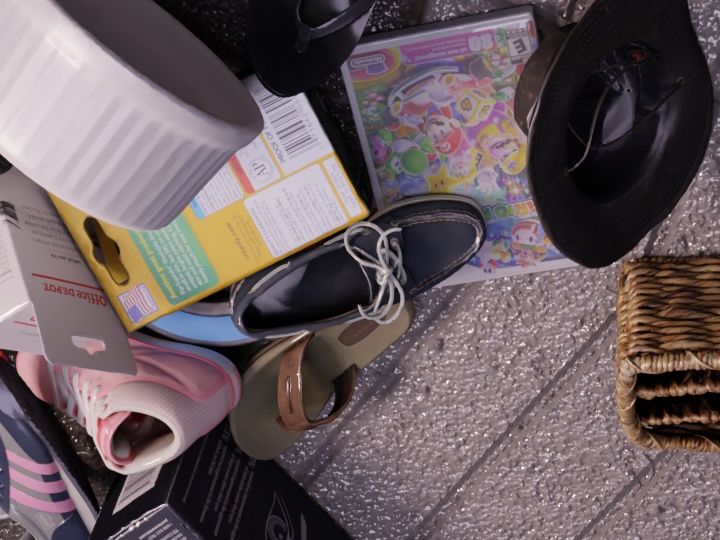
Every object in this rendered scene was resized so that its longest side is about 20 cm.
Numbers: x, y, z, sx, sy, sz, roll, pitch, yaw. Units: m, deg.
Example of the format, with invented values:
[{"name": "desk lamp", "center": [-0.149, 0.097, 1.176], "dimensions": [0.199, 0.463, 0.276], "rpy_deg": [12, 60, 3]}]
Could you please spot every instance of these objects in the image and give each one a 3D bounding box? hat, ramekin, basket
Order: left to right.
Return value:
[{"name": "ramekin", "center": [-0.167, -0.116, 1.025], "dimensions": [0.200, 0.201, 0.098], "rpy_deg": [36, 104, -12]}, {"name": "hat", "center": [0.154, -0.106, 1.099], "dimensions": [0.081, 0.200, 0.203], "rpy_deg": [23, 130, 41]}, {"name": "basket", "center": [0.282, 0.081, 1.157], "dimensions": [0.198, 0.149, 0.144], "rpy_deg": [-3, 119, 9]}]

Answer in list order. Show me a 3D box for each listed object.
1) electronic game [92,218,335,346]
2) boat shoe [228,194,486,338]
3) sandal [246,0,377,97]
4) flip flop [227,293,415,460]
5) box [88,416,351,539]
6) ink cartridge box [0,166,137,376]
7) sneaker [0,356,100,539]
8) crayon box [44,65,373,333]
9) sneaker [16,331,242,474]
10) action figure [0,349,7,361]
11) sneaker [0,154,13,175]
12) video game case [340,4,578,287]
[{"name": "electronic game", "center": [-0.117, -0.030, 1.217], "dimensions": [0.198, 0.042, 0.202], "rpy_deg": [4, 119, 7]}, {"name": "boat shoe", "center": [0.000, 0.000, 1.161], "dimensions": [0.198, 0.062, 0.076], "rpy_deg": [-15, 105, -3]}, {"name": "sandal", "center": [-0.007, -0.203, 1.065], "dimensions": [0.076, 0.043, 0.201], "rpy_deg": [39, 97, -4]}, {"name": "flip flop", "center": [-0.031, 0.084, 1.248], "dimensions": [0.081, 0.058, 0.200], "rpy_deg": [30, 122, -32]}, {"name": "box", "center": [-0.109, 0.230, 1.301], "dimensions": [0.104, 0.148, 0.200], "rpy_deg": [-34, 109, 24]}, {"name": "ink cartridge box", "center": [-0.239, -0.009, 1.148], "dimensions": [0.067, 0.116, 0.202], "rpy_deg": [-27, 71, 20]}, {"name": "sneaker", "center": [-0.270, 0.155, 1.269], "dimensions": [0.081, 0.070, 0.201], "rpy_deg": [-26, 123, -5]}, {"name": "crayon box", "center": [-0.107, -0.057, 1.151], "dimensions": [0.198, 0.052, 0.127], "rpy_deg": [-26, 105, 10]}, {"name": "sneaker", "center": [-0.200, 0.098, 1.249], "dimensions": [0.198, 0.105, 0.076], "rpy_deg": [7, 122, 23]}, {"name": "action figure", "center": [-0.300, 0.109, 1.322], "dimensions": [0.065, 0.052, 0.201], "rpy_deg": [-19, 113, 24]}, {"name": "sneaker", "center": [-0.290, -0.152, 1.095], "dimensions": [0.076, 0.075, 0.202], "rpy_deg": [-27, 88, 33]}, {"name": "video game case", "center": [0.074, -0.083, 1.171], "dimensions": [0.142, 0.018, 0.202], "rpy_deg": [-9, 118, 13]}]
